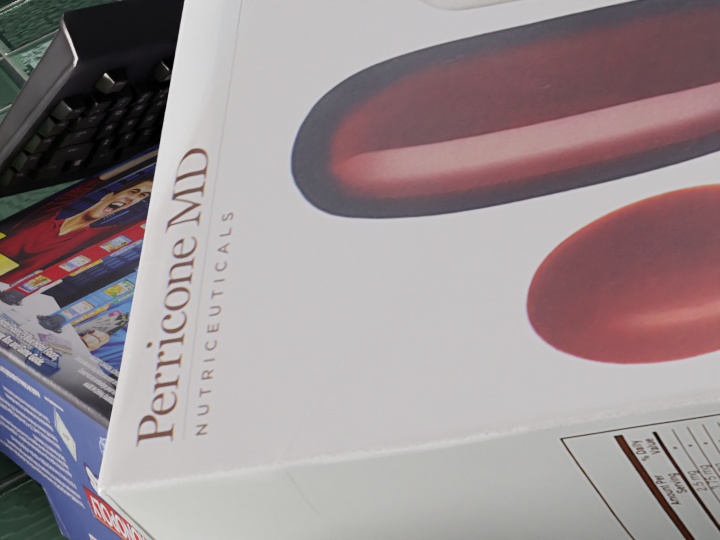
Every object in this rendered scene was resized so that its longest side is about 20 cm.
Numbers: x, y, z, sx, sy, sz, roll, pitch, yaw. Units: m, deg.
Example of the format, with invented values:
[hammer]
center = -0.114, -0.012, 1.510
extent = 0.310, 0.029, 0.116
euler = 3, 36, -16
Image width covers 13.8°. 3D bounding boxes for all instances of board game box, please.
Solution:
[board game box]
center = 0.000, 0.000, 0.778
extent = 0.199, 0.062, 0.200
euler = -26, 20, -17

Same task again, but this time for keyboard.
[keyboard]
center = -0.015, -0.074, 0.864
extent = 0.199, 0.021, 0.127
euler = -18, -27, -46

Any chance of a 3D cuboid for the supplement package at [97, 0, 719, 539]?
[supplement package]
center = 0.083, -0.020, 0.553
extent = 0.199, 0.147, 0.192
euler = -11, 54, 25
